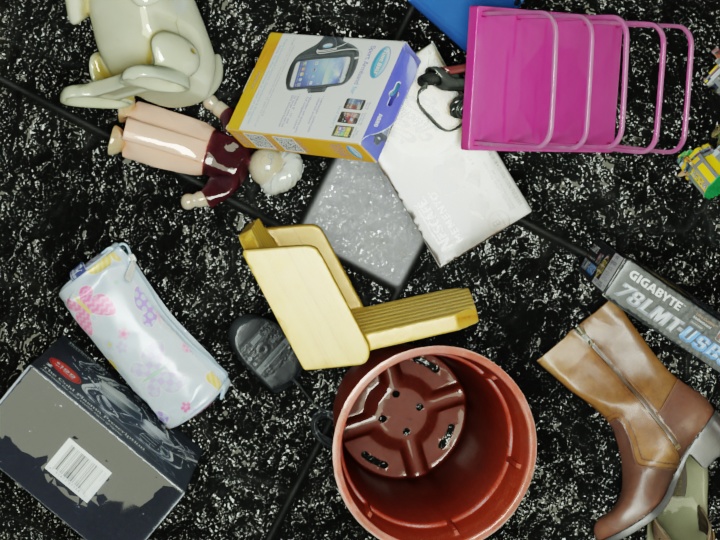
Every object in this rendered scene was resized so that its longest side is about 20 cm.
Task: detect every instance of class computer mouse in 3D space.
[{"bbox_3d":[-0.065,0.123,1.797,0.059,0.034,0.200,-44,100,-10],"label":"computer mouse"}]

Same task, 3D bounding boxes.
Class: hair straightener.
[{"bbox_3d":[0.132,-0.177,1.689,0.199,0.041,0.078,-12,81,-41],"label":"hair straightener"}]

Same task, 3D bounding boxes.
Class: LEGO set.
[{"bbox_3d":[0.382,-0.144,1.697,0.154,0.199,0.116,-49,59,26],"label":"LEGO set"}]

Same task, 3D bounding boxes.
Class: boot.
[{"bbox_3d":[0.259,0.160,1.757,0.188,0.068,0.200,-45,83,4],"label":"boot"}]

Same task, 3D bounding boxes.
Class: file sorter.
[{"bbox_3d":[0.217,-0.182,1.658,0.199,0.125,0.140,-2,99,-37],"label":"file sorter"}]

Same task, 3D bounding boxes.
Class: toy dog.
[{"bbox_3d":[-0.206,-0.270,1.686,0.193,0.139,0.202,0,84,-39],"label":"toy dog"}]

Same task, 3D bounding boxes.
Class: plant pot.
[{"bbox_3d":[0.056,0.161,1.705,0.199,0.195,0.203,-1,96,-9],"label":"plant pot"}]

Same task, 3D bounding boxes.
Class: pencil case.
[{"bbox_3d":[-0.224,0.067,1.761,0.090,0.083,0.200,-37,96,5],"label":"pencil case"}]

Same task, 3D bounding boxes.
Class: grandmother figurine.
[{"bbox_3d":[-0.157,-0.121,1.749,0.198,0.061,0.122,14,92,-1],"label":"grandmother figurine"}]

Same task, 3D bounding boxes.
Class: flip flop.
[{"bbox_3d":[0.344,0.276,1.794,0.080,0.058,0.202,-3,97,1],"label":"flip flop"}]

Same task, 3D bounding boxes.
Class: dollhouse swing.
[{"bbox_3d":[0.000,0.000,1.691,0.175,0.200,0.183,-27,96,4],"label":"dollhouse swing"}]

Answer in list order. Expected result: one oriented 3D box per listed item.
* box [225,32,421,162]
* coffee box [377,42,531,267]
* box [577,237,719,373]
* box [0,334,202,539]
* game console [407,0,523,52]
[{"bbox_3d":[-0.029,-0.172,1.676,0.199,0.041,0.120,11,69,36],"label":"box"},{"bbox_3d":[0.077,-0.118,1.737,0.113,0.080,0.201,-30,95,4],"label":"coffee box"},{"bbox_3d":[0.320,0.046,1.696,0.199,0.199,0.050,33,98,-3],"label":"box"},{"bbox_3d":[-0.275,0.179,1.726,0.200,0.182,0.104,40,95,-5],"label":"box"},{"bbox_3d":[0.102,-0.354,1.700,0.171,0.118,0.200,43,96,27],"label":"game console"}]
